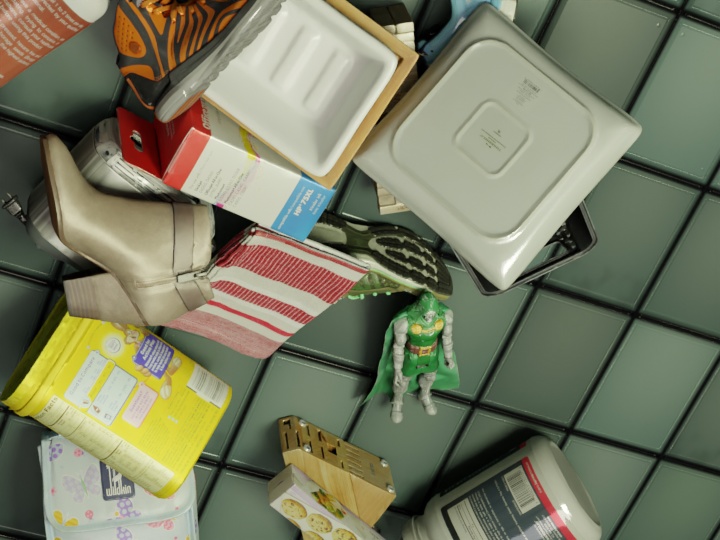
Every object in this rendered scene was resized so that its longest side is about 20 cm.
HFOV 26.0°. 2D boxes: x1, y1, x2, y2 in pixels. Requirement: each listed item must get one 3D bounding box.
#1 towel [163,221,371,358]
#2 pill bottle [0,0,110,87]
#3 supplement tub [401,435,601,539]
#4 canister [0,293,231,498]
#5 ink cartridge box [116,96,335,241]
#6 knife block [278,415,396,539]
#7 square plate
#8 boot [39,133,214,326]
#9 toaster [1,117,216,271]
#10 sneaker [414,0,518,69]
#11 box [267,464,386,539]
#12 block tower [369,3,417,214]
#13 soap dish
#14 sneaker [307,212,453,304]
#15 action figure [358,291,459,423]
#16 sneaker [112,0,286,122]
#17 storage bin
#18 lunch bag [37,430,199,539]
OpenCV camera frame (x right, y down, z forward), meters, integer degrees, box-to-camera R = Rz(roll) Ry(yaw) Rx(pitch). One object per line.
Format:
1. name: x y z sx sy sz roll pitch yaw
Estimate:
1. towel: -0.102 0.025 1.603 0.143 0.023 0.200 20 140 -30
2. pill bottle: -0.300 -0.252 1.413 0.199 0.112 0.112 -32 120 11
3. supplement tub: 0.162 0.294 1.789 0.199 0.141 0.141 -32 120 11
4. canister: -0.249 0.127 1.619 0.199 0.086 0.149 36 71 -17
5. ink cartridge box: -0.131 -0.117 1.510 0.199 0.117 0.067 23 115 -26
6. knife block: -0.048 0.281 1.794 0.199 0.064 0.176 29 112 -23
7. square plate: 0.122 -0.119 1.438 0.200 0.028 0.198 41 90 17
8. boot: -0.213 -0.041 1.460 0.145 0.070 0.202 -11 115 -11
9. toaster: -0.237 -0.059 1.540 0.200 0.114 0.129 38 105 -24
10. sneaker: 0.092 -0.202 1.539 0.089 0.078 0.201 16 113 1
11. box: -0.023 0.291 1.743 0.041 0.039 0.200 -38 119 16
12. block tower: 0.031 -0.159 1.553 0.053 0.058 0.202 -8 119 -4
13. soap dish: -0.062 -0.198 1.463 0.199 0.081 0.158 36 111 4
14. sneaker: 0.000 0.000 1.644 0.198 0.077 0.089 16 135 -13
15. action figure: 0.062 0.089 1.669 0.117 0.055 0.201 -14 144 -14
16. sneaker: -0.151 -0.233 1.396 0.200 0.078 0.112 -42 90 22
17. storage bin: 0.146 -0.070 1.548 0.134 0.094 0.200 -26 154 7
18. lunch bag: -0.264 0.263 1.718 0.168 0.127 0.202 -3 108 -8
